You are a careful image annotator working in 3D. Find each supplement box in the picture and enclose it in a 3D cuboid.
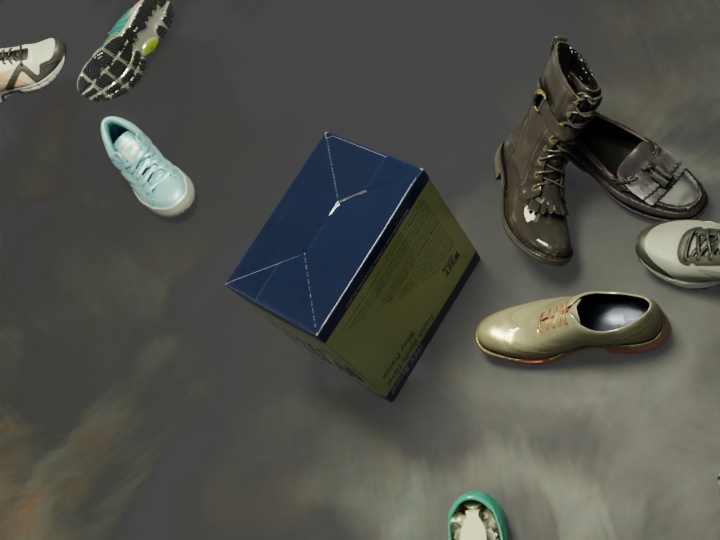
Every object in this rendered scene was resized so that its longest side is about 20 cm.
[{"bbox_3d":[0.000,0.000,1.049,0.134,0.200,0.200,26,78,34],"label":"supplement box"}]

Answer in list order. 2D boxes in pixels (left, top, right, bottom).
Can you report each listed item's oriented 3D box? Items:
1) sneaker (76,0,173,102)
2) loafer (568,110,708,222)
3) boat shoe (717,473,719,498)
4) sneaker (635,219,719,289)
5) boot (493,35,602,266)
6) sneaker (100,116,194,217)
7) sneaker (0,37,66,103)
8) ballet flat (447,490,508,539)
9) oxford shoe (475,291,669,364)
[{"bbox_3d":[-0.362,-0.340,1.497,0.080,0.078,0.200,18,68,52],"label":"sneaker"},{"bbox_3d":[0.284,-0.120,1.056,0.072,0.063,0.200,-46,54,-4],"label":"loafer"},{"bbox_3d":[0.353,0.195,0.854,0.072,0.072,0.201,-15,59,20],"label":"boat shoe"},{"bbox_3d":[0.368,-0.019,0.954,0.199,0.079,0.074,12,72,32],"label":"sneaker"},{"bbox_3d":[0.205,-0.127,1.032,0.069,0.174,0.201,0,54,-20],"label":"boot"},{"bbox_3d":[-0.306,-0.146,1.349,0.074,0.082,0.200,-48,55,-2],"label":"sneaker"},{"bbox_3d":[-0.568,-0.327,1.575,0.199,0.080,0.074,-22,55,13],"label":"sneaker"},{"bbox_3d":[0.112,0.304,0.916,0.067,0.070,0.201,-15,59,18],"label":"ballet flat"},{"bbox_3d":[0.209,0.049,0.999,0.199,0.074,0.071,-10,61,22],"label":"oxford shoe"}]
